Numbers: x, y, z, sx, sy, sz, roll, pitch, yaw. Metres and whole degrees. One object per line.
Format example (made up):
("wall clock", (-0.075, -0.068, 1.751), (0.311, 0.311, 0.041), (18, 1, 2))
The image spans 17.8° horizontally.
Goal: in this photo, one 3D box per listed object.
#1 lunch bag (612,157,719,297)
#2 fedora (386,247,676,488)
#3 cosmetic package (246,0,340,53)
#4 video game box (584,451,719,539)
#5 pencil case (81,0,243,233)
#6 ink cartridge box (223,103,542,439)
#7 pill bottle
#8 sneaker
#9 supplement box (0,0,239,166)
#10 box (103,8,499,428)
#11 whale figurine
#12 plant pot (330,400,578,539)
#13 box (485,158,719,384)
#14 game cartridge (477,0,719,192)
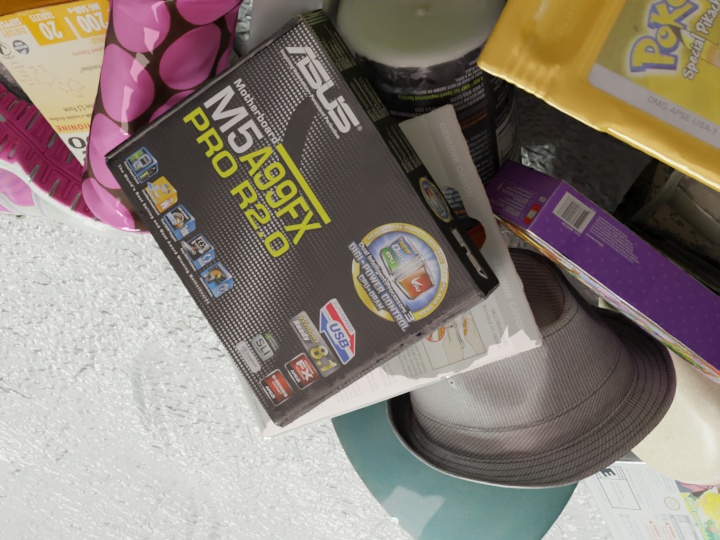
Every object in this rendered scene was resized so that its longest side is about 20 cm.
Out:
("lunch bag", (0.255, -0.032, 1.409), (0.164, 0.118, 0.200), (32, 148, 0))
("fedora", (0.097, 0.049, 1.472), (0.200, 0.177, 0.091), (25, 144, 52))
("cosmetic package", (-0.041, -0.143, 1.481), (0.050, 0.083, 0.200), (23, 144, 8))
("video game box", (0.277, 0.191, 1.740), (0.182, 0.047, 0.200), (3, 139, 32))
("pencil case", (-0.119, -0.123, 1.450), (0.093, 0.091, 0.201), (6, 129, -11))
("ink cartridge box", (0.000, 0.000, 1.427), (0.199, 0.050, 0.162), (-20, 96, 18))
("pill bottle", (0.048, -0.096, 1.462), (0.106, 0.106, 0.200), (12, 142, 18))
("sneaker", (-0.246, -0.078, 1.700), (0.199, 0.081, 0.088), (29, 147, 9))
("supplement box", (-0.154, -0.129, 1.573), (0.126, 0.074, 0.200), (-6, 134, 36))
("box", (-0.036, -0.030, 1.384), (0.160, 0.044, 0.200), (-32, 91, 21))
("whale figurine", (0.219, 0.045, 1.565), (0.159, 0.104, 0.201), (-11, 108, 57))
("plant pot", (0.092, 0.095, 1.633), (0.200, 0.200, 0.135), (39, 116, -19))
("box", (0.171, 0.009, 1.400), (0.200, 0.039, 0.137), (36, -179, -13))
("game cartridge", (0.190, -0.145, 1.270), (0.199, 0.032, 0.177), (26, 108, 0))
